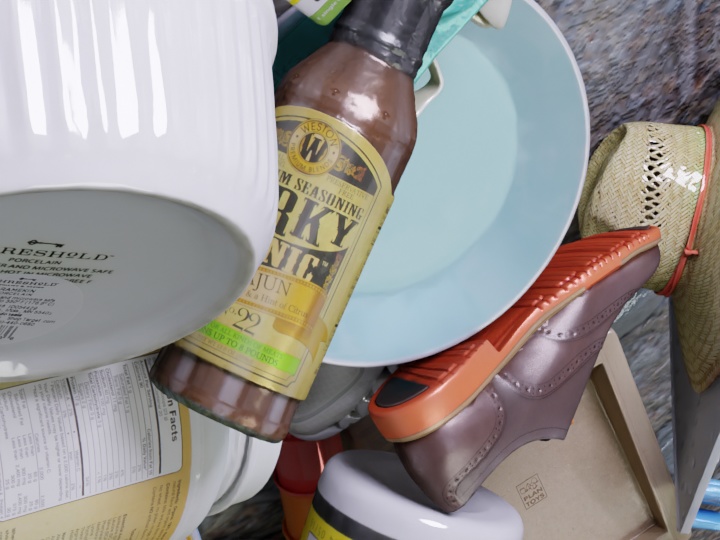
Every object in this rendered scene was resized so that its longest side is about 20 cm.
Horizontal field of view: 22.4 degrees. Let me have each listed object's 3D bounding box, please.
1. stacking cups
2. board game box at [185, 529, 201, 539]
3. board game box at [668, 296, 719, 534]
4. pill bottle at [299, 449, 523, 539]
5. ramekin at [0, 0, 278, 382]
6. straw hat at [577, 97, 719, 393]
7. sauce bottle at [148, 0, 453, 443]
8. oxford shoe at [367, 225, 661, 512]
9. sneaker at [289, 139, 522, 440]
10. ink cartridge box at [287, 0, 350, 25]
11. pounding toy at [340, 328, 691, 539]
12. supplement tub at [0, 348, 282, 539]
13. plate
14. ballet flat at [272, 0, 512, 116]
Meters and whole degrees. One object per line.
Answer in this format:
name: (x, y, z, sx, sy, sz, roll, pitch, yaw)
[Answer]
stacking cups: (-0.023, 0.165, 1.089, 0.060, 0.060, 0.202, -25, 122, -21)
board game box: (-0.101, 0.198, 0.977, 0.034, 0.135, 0.202, -13, 131, -14)
board game box: (0.215, 0.016, 1.049, 0.026, 0.201, 0.201, 8, 136, -1)
pill bottle: (0.005, 0.206, 0.959, 0.112, 0.112, 0.202, 8, 103, -52)
ramekin: (-0.120, -0.039, 0.630, 0.198, 0.106, 0.201, -11, 158, -4)
straw hat: (0.167, -0.037, 1.030, 0.084, 0.203, 0.202, 8, 140, -1)
sauce bottle: (-0.018, -0.035, 0.718, 0.065, 0.064, 0.202, 23, 89, -57)
oxford shoe: (0.090, 0.045, 0.938, 0.199, 0.073, 0.071, -36, -164, -26)
sneaker: (0.000, 0.000, 0.933, 0.081, 0.075, 0.201, 11, 119, -42)
ink cartridge box: (-0.029, -0.190, 0.618, 0.148, 0.076, 0.200, -44, 151, 11)
pounding toy: (0.079, 0.141, 1.116, 0.183, 0.142, 0.201, -31, 116, -12)
supplement tub: (-0.145, 0.063, 0.775, 0.199, 0.145, 0.145, -12, 142, -38)
plate: (0.015, -0.050, 0.854, 0.198, 0.026, 0.202, -9, 116, -18)
ballet flat: (0.022, -0.112, 0.781, 0.200, 0.067, 0.070, -47, 136, 8)
